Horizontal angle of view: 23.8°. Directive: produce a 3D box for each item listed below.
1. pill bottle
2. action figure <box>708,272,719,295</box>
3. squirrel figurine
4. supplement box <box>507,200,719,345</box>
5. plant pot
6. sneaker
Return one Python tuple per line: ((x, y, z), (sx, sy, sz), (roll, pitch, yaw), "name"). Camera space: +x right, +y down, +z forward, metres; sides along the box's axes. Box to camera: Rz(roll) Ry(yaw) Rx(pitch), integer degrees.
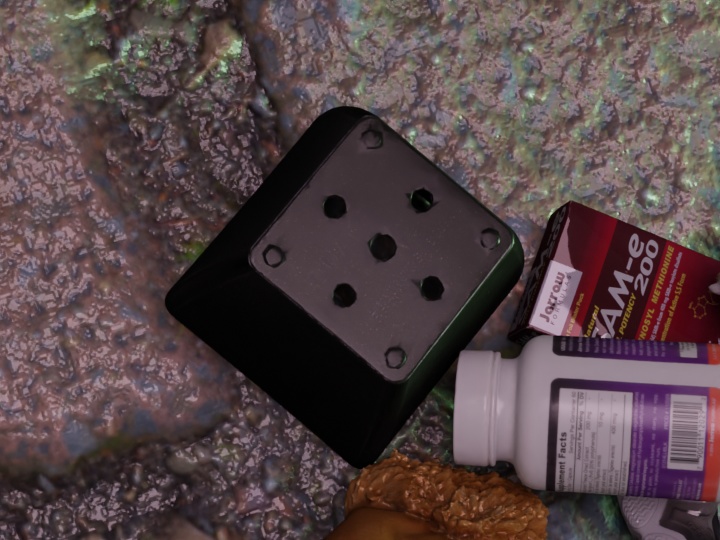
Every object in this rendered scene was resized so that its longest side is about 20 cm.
((0.168, 0.103, 1.211), (0.199, 0.111, 0.112), (3, 79, 8), "pill bottle")
((0.344, -0.008, 1.244), (0.193, 0.105, 0.201), (-4, 80, -21), "action figure")
((0.073, 0.212, 1.182), (0.186, 0.142, 0.200), (-1, 49, 21), "squirrel figurine")
((0.225, 0.036, 1.294), (0.199, 0.061, 0.109), (21, 76, -5), "supplement box")
((0.000, 0.000, 1.204), (0.199, 0.177, 0.200), (40, 78, 0), "plant pot")
((0.241, 0.215, 1.261), (0.075, 0.114, 0.200), (-14, 47, 6), "sneaker")
